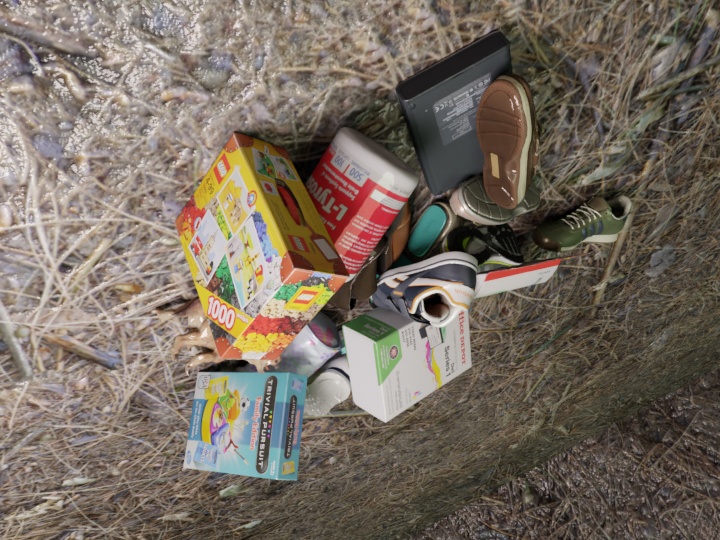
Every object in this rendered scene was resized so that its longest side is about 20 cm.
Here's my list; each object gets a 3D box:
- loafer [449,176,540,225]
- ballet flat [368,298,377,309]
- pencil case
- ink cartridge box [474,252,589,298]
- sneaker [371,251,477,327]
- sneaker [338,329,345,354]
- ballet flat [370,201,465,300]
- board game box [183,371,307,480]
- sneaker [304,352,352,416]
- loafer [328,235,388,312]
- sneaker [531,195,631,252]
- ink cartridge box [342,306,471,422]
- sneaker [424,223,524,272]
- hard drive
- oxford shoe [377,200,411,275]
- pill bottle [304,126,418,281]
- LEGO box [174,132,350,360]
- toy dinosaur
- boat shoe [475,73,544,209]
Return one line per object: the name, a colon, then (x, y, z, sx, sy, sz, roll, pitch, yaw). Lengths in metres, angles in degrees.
loafer: (0.189, -0.095, 0.948, 0.200, 0.072, 0.063, -12, 170, -45)
ballet flat: (0.087, 0.069, 1.132, 0.068, 0.068, 0.200, -33, 138, 27)
pencil case: (-0.122, 0.149, 1.066, 0.200, 0.091, 0.083, -42, 179, 23)
ink cartridge box: (0.263, 0.013, 1.099, 0.160, 0.050, 0.200, -11, -179, -23)
sneaker: (0.078, 0.038, 0.906, 0.078, 0.080, 0.200, 21, 153, -28)
sneaker: (0.039, 0.156, 1.148, 0.199, 0.131, 0.080, -13, 145, -19)
ballet flat: (0.087, -0.023, 1.002, 0.069, 0.070, 0.200, 11, 131, -44)
board game box: (-0.179, 0.233, 0.998, 0.199, 0.152, 0.047, -7, 161, 35)
sneaker: (-0.056, 0.190, 1.114, 0.200, 0.076, 0.081, -30, -162, 50)
loafer: (0.000, 0.000, 0.917, 0.073, 0.071, 0.200, -55, -178, -29)
sneaker: (0.391, -0.092, 1.132, 0.200, 0.067, 0.090, -8, 135, -29)
ink cartridge box: (0.079, 0.121, 1.030, 0.200, 0.084, 0.145, -25, 119, -33)
sneaker: (0.170, -0.027, 0.970, 0.200, 0.074, 0.081, -2, 160, -44)
hard drive: (0.132, -0.189, 0.828, 0.139, 0.033, 0.200, -29, 147, 1)
oxford shoe: (0.041, -0.081, 0.898, 0.071, 0.071, 0.200, -40, 157, -29)
pill bottle: (-0.028, -0.059, 0.781, 0.112, 0.112, 0.200, 16, 114, -48)
LEGO box: (-0.116, -0.024, 0.718, 0.077, 0.200, 0.149, 10, 132, -44)
toy dinosaur: (-0.197, 0.077, 0.913, 0.135, 0.086, 0.200, -25, 143, -4)
boat shoe: (0.193, -0.171, 0.817, 0.075, 0.075, 0.203, -43, 151, -20)
